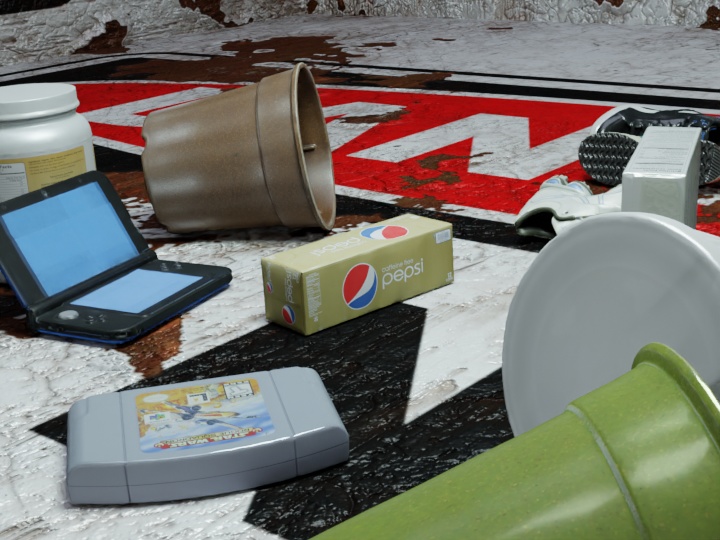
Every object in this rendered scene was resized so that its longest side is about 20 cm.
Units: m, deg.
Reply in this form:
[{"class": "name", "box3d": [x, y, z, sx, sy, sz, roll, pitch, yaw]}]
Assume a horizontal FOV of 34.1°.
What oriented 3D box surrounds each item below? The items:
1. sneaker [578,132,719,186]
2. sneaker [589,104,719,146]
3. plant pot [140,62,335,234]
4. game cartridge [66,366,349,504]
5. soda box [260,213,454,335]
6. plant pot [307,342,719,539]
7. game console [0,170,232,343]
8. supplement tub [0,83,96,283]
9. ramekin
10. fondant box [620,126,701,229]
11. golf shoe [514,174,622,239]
[{"class": "sneaker", "box3d": [0.387, -0.140, 1.532, 0.199, 0.071, 0.093, 7, 3, 34]}, {"class": "sneaker", "box3d": [0.431, -0.194, 1.646, 0.199, 0.073, 0.112, -10, 18, -22]}, {"class": "plant pot", "box3d": [-0.146, -0.131, 1.406, 0.197, 0.201, 0.200, -9, 17, 8]}, {"class": "game cartridge", "box3d": [-0.114, 0.120, 0.861, 0.199, 0.042, 0.133, -7, 14, -12]}, {"class": "soda box", "box3d": [0.000, 0.000, 1.156, 0.199, 0.064, 0.068, -18, 23, -38]}, {"class": "plant pot", "box3d": [0.074, 0.157, 0.521, 0.189, 0.201, 0.200, -18, 19, -2]}, {"class": "game console", "box3d": [-0.251, -0.020, 1.177, 0.170, 0.119, 0.200, 6, 21, 27]}, {"class": "supplement tub", "box3d": [-0.364, -0.099, 1.301, 0.144, 0.201, 0.144, -3, 18, 1]}, {"class": "ramekin", "box3d": [0.190, 0.066, 0.731, 0.094, 0.204, 0.202, -1, 13, -39]}, {"class": "fondant box", "box3d": [0.285, -0.046, 1.112, 0.058, 0.145, 0.200, 5, 20, 20]}, {"class": "golf shoe", "box3d": [0.258, -0.050, 1.272, 0.097, 0.079, 0.199, -33, 25, -36]}]
